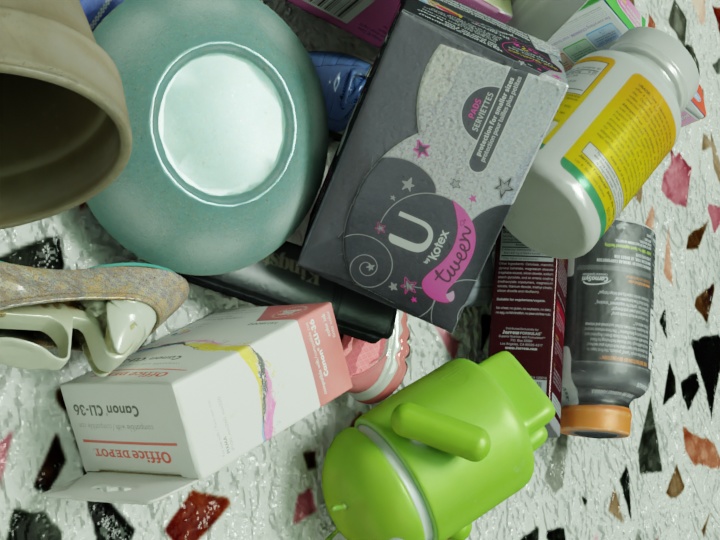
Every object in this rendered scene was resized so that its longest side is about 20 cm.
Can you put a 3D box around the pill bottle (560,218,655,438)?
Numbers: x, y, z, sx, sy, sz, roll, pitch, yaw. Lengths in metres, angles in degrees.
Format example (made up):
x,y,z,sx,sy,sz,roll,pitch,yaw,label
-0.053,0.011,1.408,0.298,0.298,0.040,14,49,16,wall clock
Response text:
x,y,z,sx,sy,sz,roll,pitch,yaw,label
0.227,0.058,1.351,0.106,0.105,0.203,19,71,-46,pill bottle

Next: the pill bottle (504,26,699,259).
x,y,z,sx,sy,sz,roll,pitch,yaw,label
0.202,-0.114,1.200,0.200,0.112,0.113,-48,121,-25,pill bottle

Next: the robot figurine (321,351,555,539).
x,y,z,sx,sy,sz,roll,pitch,yaw,label
0.055,0.147,1.104,0.199,0.176,0.116,-30,65,-19,robot figurine

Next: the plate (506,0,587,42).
x,y,z,sx,sy,sz,roll,pitch,yaw,label
0.125,-0.262,1.123,0.032,0.200,0.202,11,64,-21,plate

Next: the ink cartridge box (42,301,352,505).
x,y,z,sx,sy,sz,roll,pitch,yaw,label
-0.113,0.085,0.939,0.199,0.116,0.068,-28,107,-48,ink cartridge box

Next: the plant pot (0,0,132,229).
x,y,z,sx,sy,sz,roll,pitch,yaw,label
-0.235,-0.138,0.792,0.199,0.199,0.176,15,58,-47,plant pot

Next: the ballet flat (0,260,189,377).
x,y,z,sx,sy,sz,roll,pitch,yaw,label
-0.186,0.034,0.894,0.198,0.068,0.068,2,49,-42,ballet flat

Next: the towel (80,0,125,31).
x,y,z,sx,sy,sz,roll,pitch,yaw,label
-0.135,-0.121,0.981,0.200,0.024,0.146,40,57,-24,towel

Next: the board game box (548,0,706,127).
x,y,z,sx,sy,sz,roll,pitch,yaw,label
0.211,-0.181,1.326,0.200,0.152,0.041,37,43,-41,board game box

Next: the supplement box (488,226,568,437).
x,y,z,sx,sy,sz,roll,pitch,yaw,label
0.152,0.042,1.270,0.109,0.060,0.203,48,46,-71,supplement box

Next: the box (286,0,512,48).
x,y,z,sx,sy,sz,roll,pitch,yaw,label
0.018,-0.285,1.098,0.175,0.096,0.202,20,55,-35,box

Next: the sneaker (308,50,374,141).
x,y,z,sx,sy,sz,roll,pitch,yaw,label
0.029,-0.136,1.133,0.198,0.077,0.077,13,77,-22,sneaker

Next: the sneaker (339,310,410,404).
x,y,z,sx,sy,sz,roll,pitch,yaw,label
0.000,0.000,1.117,0.086,0.073,0.203,17,72,-45,sneaker

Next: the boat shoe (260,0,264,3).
x,y,z,sx,sy,sz,roll,pitch,yaw,label
-0.133,-0.243,0.994,0.199,0.074,0.062,38,66,-34,boat shoe

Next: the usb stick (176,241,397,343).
x,y,z,sx,sy,sz,roll,pitch,yaw,label
-0.059,0.003,1.034,0.198,0.033,0.056,20,68,-26,usb stick

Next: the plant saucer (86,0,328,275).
x,y,z,sx,sy,sz,roll,pitch,yaw,label
-0.100,-0.098,0.956,0.199,0.039,0.204,0,90,-31,plant saucer

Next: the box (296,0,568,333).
x,y,z,sx,sy,sz,roll,pitch,yaw,label
0.051,-0.081,1.016,0.115,0.131,0.202,-77,-169,-68,box

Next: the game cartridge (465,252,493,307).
x,y,z,sx,sy,sz,roll,pitch,yaw,label
0.061,-0.067,1.227,0.132,0.041,0.203,-3,87,-46,game cartridge
